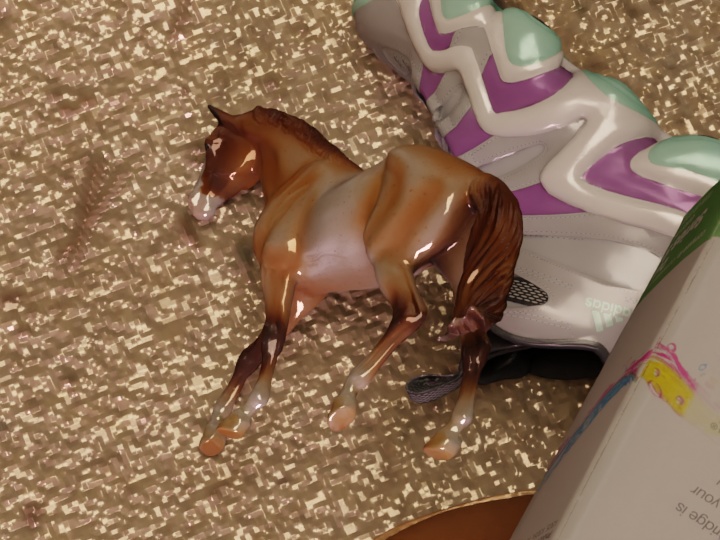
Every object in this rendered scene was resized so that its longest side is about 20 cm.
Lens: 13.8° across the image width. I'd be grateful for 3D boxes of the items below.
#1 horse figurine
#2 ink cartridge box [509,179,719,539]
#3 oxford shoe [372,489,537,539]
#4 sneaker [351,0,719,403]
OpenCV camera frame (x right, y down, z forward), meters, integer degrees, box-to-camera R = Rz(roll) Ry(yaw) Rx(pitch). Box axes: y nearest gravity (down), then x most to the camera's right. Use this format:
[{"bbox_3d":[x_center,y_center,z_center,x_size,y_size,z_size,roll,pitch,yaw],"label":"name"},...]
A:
[{"bbox_3d":[0.000,0.000,1.057,0.050,0.200,0.133,29,70,-34],"label":"horse figurine"},{"bbox_3d":[0.138,0.083,0.977,0.145,0.088,0.200,32,64,-4],"label":"ink cartridge box"},{"bbox_3d":[0.091,0.107,1.058,0.199,0.071,0.072,-4,75,0],"label":"oxford shoe"},{"bbox_3d":[0.049,-0.016,1.097,0.200,0.078,0.140,33,86,24],"label":"sneaker"}]
